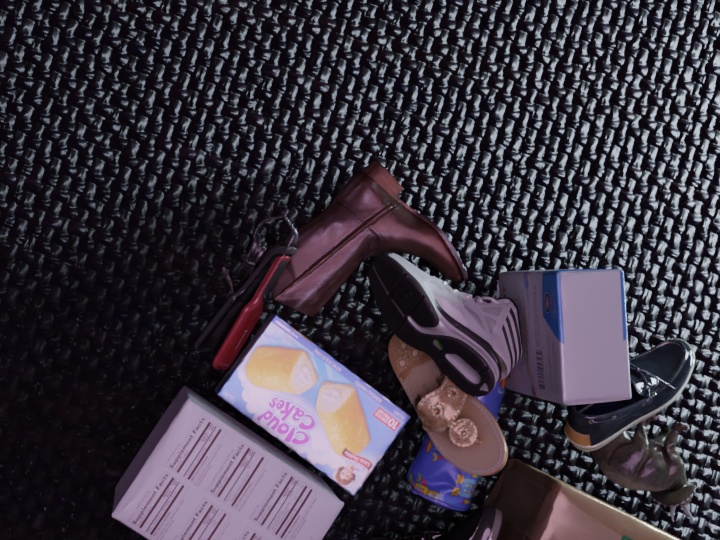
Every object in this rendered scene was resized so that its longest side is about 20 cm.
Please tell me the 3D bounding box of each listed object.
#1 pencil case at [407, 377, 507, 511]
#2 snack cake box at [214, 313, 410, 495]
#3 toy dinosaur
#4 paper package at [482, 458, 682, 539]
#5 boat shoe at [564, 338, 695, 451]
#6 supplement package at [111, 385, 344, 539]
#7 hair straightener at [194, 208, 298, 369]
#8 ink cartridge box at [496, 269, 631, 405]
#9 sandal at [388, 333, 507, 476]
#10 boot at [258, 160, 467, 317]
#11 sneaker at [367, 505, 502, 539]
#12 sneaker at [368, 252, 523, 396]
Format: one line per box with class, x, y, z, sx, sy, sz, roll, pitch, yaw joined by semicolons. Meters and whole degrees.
pencil case;0.115;0.180;1.470;0.086;0.078;0.201;16;87;6
snack cake box;-0.057;0.155;1.448;0.200;0.067;0.115;37;83;-7
toy dinosaur;0.339;0.227;1.509;0.199;0.077;0.103;22;73;-13
paper package;0.260;0.313;1.437;0.199;0.191;0.104;27;86;-9
boat shoe;0.325;0.139;1.494;0.199;0.075;0.062;-32;135;-19
supplement package;-0.150;0.247;1.368;0.200;0.191;0.147;35;84;-7
hair straightener;-0.136;0.012;1.429;0.077;0.041;0.201;36;104;30
ink cartridge box;0.230;0.071;1.431;0.084;0.200;0.146;-3;91;-13
sandal;0.080;0.147;1.412;0.078;0.069;0.212;-47;54;17
boot;0.000;0.000;1.460;0.200;0.064;0.187;-42;86;-9
sneaker;0.069;0.326;1.437;0.106;0.075;0.200;39;108;-5
sneaker;0.104;0.046;1.428;0.201;0.076;0.115;47;43;12
